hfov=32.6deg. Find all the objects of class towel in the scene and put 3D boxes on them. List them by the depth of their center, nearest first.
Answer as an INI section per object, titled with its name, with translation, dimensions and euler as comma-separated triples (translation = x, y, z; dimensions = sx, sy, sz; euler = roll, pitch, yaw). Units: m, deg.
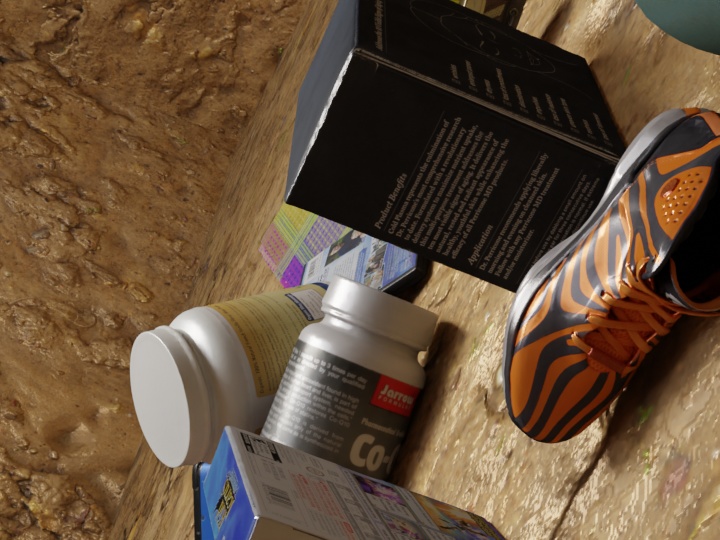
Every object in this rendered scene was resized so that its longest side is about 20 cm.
[towel]
translation = -0.048, -0.040, 1.405
dimensions = 0.144, 0.023, 0.200
euler = -57, 36, 13

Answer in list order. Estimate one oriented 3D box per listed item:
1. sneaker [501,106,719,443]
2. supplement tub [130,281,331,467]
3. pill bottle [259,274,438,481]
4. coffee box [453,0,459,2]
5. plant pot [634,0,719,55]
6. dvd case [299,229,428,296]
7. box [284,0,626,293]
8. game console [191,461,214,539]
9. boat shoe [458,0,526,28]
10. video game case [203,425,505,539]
[sneaker]
translation = 0.136, 0.014, 0.617
dimensions = 0.112, 0.077, 0.200
euler = -101, 34, -71
[supplement tub]
translation = -0.095, 0.095, 1.124
dimensions = 0.144, 0.199, 0.145
euler = 24, 119, 52
[pill bottle]
translation = -0.014, 0.113, 1.024
dimensions = 0.114, 0.114, 0.201
euler = -169, 100, -78
[coffee box]
translation = 0.076, -0.422, 1.379
dimensions = 0.200, 0.199, 0.198
euler = -80, 17, -44
[plant pot]
translation = 0.188, -0.168, 0.485
dimensions = 0.196, 0.200, 0.201
euler = -131, 64, -87
[dvd case]
translation = 0.000, 0.000, 1.252
dimensions = 0.200, 0.018, 0.143
euler = -35, 30, 35
[box]
translation = 0.062, -0.103, 0.873
dimensions = 0.200, 0.196, 0.124
euler = -88, 24, -61
[game console]
translation = -0.093, 0.277, 1.160
dimensions = 0.170, 0.118, 0.201
euler = -8, 83, 44
[boat shoe]
translation = 0.108, -0.166, 1.102
dimensions = 0.073, 0.065, 0.201
euler = -76, -6, -60
[video game case]
translation = 0.009, 0.155, 0.680
dimensions = 0.200, 0.181, 0.046
euler = -152, 83, -79
